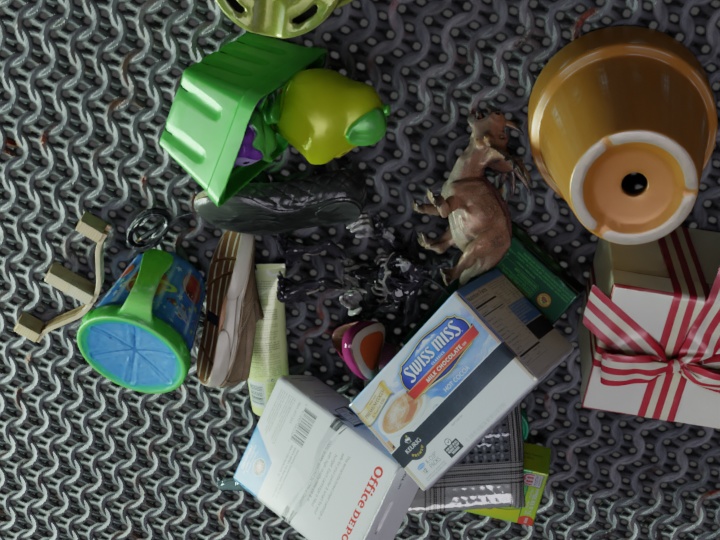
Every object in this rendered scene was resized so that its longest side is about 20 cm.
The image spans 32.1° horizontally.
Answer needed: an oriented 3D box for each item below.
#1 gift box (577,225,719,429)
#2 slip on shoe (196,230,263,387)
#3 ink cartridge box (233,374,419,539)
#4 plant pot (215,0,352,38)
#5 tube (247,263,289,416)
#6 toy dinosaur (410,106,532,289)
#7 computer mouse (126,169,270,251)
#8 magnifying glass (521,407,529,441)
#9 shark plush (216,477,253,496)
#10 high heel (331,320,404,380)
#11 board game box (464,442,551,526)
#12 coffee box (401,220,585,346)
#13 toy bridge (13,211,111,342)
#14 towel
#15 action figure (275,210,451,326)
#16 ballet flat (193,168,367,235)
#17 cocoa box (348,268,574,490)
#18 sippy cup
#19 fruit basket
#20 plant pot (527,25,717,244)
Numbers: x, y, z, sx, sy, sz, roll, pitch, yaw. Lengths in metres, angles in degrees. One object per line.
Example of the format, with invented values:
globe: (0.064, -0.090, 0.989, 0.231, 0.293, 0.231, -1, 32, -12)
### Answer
gift box: (0.329, 0.048, 1.378, 0.183, 0.187, 0.201, 4, 122, 4)
slip on shoe: (-0.144, 0.042, 1.475, 0.060, 0.076, 0.202, 5, 102, -29)
ink cartridge box: (-0.036, 0.239, 1.499, 0.199, 0.086, 0.147, 32, 104, 29)
plant pot: (-0.069, -0.318, 1.211, 0.198, 0.185, 0.202, 3, 120, 5)
tube: (-0.118, 0.082, 1.535, 0.058, 0.052, 0.202, -20, 119, -27)
toy dinosaur: (0.134, -0.064, 1.375, 0.135, 0.086, 0.201, -19, 119, -12)
computer mouse: (-0.190, -0.074, 1.458, 0.199, 0.034, 0.059, -21, 126, 19)
magnifying glass: (0.118, 0.173, 1.571, 0.199, 0.022, 0.080, 23, 124, -4)
shark plush: (-0.100, 0.253, 1.643, 0.199, 0.091, 0.084, -20, 98, 40)
high heel: (-0.016, 0.086, 1.445, 0.095, 0.200, 0.068, 16, 82, 17)
board game box: (0.133, 0.254, 1.588, 0.198, 0.048, 0.102, 12, 130, 4)
coffee box: (0.152, 0.053, 1.460, 0.123, 0.044, 0.200, 42, 116, 9)
toy bridge: (-0.352, 0.016, 1.532, 0.067, 0.027, 0.200, 31, 119, -14)
towel: (0.098, 0.196, 1.524, 0.198, 0.035, 0.194, -2, 87, 6)
action figure: (0.000, 0.000, 1.431, 0.198, 0.102, 0.120, 0, 76, 13)
ballet flat: (-0.089, -0.078, 1.405, 0.198, 0.057, 0.067, -2, 139, 9)
cocoa box: (0.111, 0.119, 1.394, 0.131, 0.133, 0.200, 47, 117, 10)
sippy cup: (-0.246, 0.052, 1.470, 0.177, 0.131, 0.140, -26, 122, 39)
fruit basket: (-0.076, -0.153, 1.298, 0.214, 0.216, 0.156, 22, 121, -7)
plant pot: (0.272, -0.124, 1.285, 0.198, 0.184, 0.202, 3, 121, 5)
